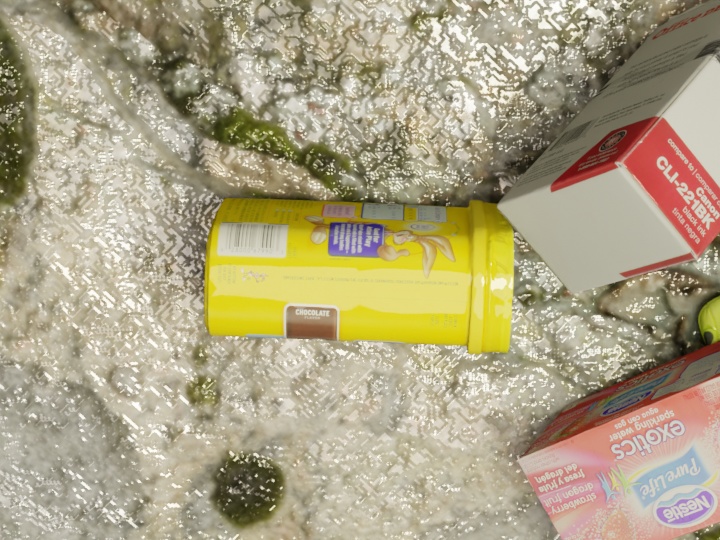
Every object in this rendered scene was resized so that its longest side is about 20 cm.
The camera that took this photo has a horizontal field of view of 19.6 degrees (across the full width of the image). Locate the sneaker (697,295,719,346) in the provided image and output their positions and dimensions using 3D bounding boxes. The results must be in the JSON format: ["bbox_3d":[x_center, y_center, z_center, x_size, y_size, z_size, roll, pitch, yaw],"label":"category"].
[{"bbox_3d":[0.316,0.096,1.467,0.084,0.074,0.200,-32,102,11],"label":"sneaker"}]

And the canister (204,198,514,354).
[{"bbox_3d":[0.000,0.000,1.405,0.200,0.149,0.087,2,104,1],"label":"canister"}]

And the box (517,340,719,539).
[{"bbox_3d":[0.223,0.117,1.414,0.200,0.103,0.095,-27,95,32],"label":"box"}]

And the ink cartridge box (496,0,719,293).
[{"bbox_3d":[0.205,-0.089,1.343,0.084,0.144,0.200,48,63,-12],"label":"ink cartridge box"}]
